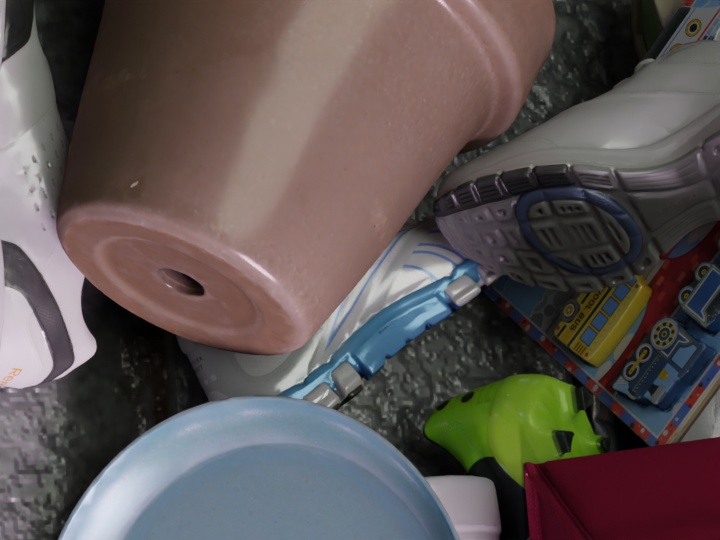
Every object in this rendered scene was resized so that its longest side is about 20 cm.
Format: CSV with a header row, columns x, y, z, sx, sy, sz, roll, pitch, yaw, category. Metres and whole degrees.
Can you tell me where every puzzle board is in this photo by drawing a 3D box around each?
x,y,z,sx,sy,sz,roll,pitch,yaw,category
0.150,-0.037,1.028,0.017,0.151,0.201,29,100,-42,puzzle board

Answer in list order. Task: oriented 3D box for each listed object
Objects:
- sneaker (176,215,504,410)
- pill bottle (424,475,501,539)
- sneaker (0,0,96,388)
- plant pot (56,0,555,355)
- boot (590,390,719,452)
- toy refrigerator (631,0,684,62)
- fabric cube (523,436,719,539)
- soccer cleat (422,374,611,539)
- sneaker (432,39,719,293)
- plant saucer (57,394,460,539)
x,y,z,sx,sy,sz,roll,pitch,yaw,category
0.000,0.000,1.030,0.200,0.075,0.087,-36,89,-32,sneaker
0.025,0.194,0.959,0.116,0.116,0.202,0,76,-28,pill bottle
-0.153,-0.044,0.968,0.080,0.073,0.202,9,75,-41,sneaker
-0.039,-0.064,0.944,0.199,0.200,0.176,31,66,-17,plant pot
0.163,0.033,1.104,0.095,0.073,0.202,13,70,-32,boot
0.181,-0.070,1.096,0.069,0.076,0.201,-11,55,-2,toy refrigerator
0.183,0.176,0.906,0.198,0.196,0.202,-6,98,-3,fabric cube
0.095,0.133,1.048,0.068,0.081,0.201,-53,125,-48,soccer cleat
0.127,-0.052,0.990,0.087,0.199,0.075,-86,156,-48,sneaker
-0.040,0.152,0.917,0.027,0.199,0.202,23,58,-65,plant saucer
